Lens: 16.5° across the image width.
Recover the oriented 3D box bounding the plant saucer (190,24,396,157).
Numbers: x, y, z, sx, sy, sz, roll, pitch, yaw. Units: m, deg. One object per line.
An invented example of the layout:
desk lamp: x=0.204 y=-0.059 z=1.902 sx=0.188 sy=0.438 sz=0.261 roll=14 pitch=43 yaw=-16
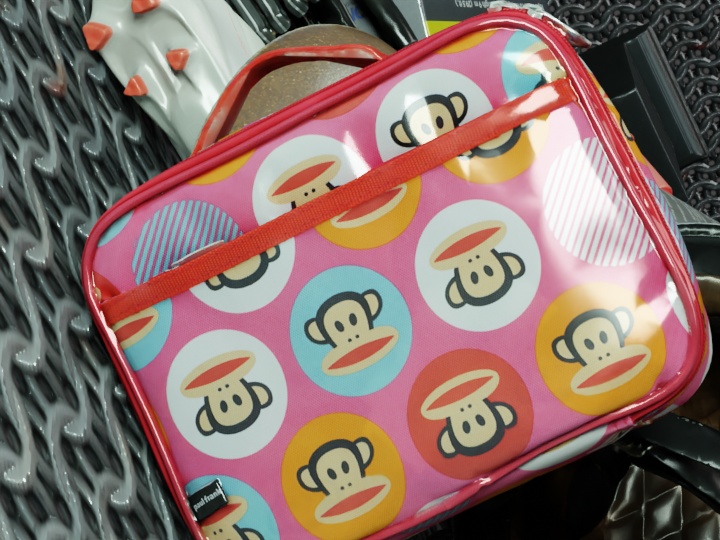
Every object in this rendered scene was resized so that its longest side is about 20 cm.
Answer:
plant saucer: x=0.003 y=0.002 z=0.993 sx=0.200 sy=0.037 sz=0.202 roll=0 pitch=90 yaw=-53

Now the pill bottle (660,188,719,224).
pill bottle: x=0.134 y=0.022 z=1.198 sx=0.200 sy=0.116 sz=0.117 roll=26 pitch=35 yaw=-37

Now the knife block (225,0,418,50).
knife block: x=-0.051 y=-0.162 z=1.162 sx=0.175 sy=0.064 sz=0.200 roll=38 pitch=24 yaw=-30

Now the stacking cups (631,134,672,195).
stacking cups: x=0.092 y=-0.099 z=1.313 sx=0.200 sy=0.060 sz=0.060 roll=48 pitch=3 yaw=22

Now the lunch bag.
lunch bag: x=0.009 y=0.000 z=0.874 sx=0.177 sy=0.199 sz=0.082 roll=65 pitch=9 yaw=8

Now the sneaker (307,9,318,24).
sneaker: x=-0.048 y=-0.183 z=1.266 sx=0.200 sy=0.074 sz=0.087 roll=55 pitch=17 yaw=-30

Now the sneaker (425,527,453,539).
sneaker: x=0.111 y=0.174 z=1.175 sx=0.200 sy=0.074 sz=0.089 roll=34 pitch=29 yaw=-8

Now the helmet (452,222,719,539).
helmet: x=0.133 y=0.096 z=1.050 sx=0.191 sy=0.199 sz=0.201 roll=89 pitch=-12 yaw=-52

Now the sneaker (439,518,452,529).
sneaker: x=0.092 y=0.107 z=1.236 sx=0.200 sy=0.104 sz=0.060 roll=57 pitch=-20 yaw=-1

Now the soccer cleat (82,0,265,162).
soccer cleat: x=-0.045 y=-0.044 z=1.044 sx=0.201 sy=0.069 sz=0.078 roll=63 pitch=28 yaw=-3

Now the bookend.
bookend: x=0.098 y=-0.031 z=1.388 sx=0.092 sy=0.199 sz=0.199 roll=62 pitch=10 yaw=-20

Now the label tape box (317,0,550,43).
label tape box: x=0.033 y=-0.150 z=1.226 sx=0.144 sy=0.063 sz=0.201 roll=-7 pitch=82 yaw=-60
